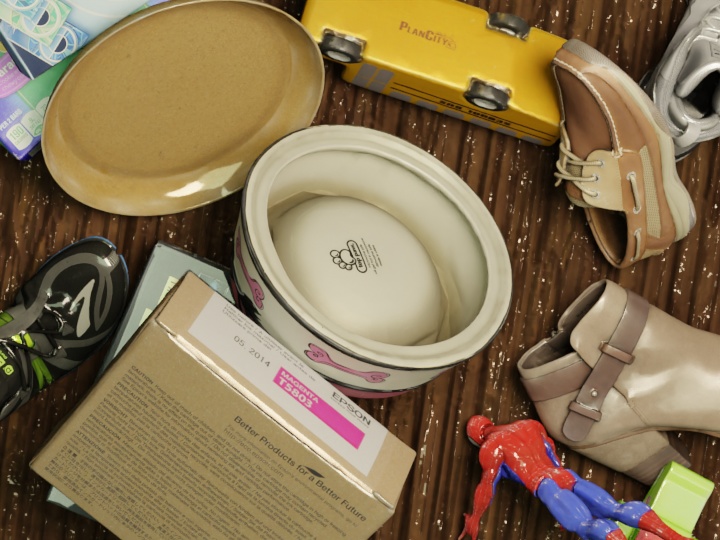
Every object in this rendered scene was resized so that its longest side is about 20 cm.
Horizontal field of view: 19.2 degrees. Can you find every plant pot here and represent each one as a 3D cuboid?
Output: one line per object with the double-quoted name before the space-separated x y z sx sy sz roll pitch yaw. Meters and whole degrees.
"plant pot" -0.122 -0.115 1.442 0.200 0.200 0.027 -24 54 -4

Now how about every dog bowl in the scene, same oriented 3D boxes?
"dog bowl" 0.000 0.000 1.450 0.200 0.074 0.200 15 50 -19

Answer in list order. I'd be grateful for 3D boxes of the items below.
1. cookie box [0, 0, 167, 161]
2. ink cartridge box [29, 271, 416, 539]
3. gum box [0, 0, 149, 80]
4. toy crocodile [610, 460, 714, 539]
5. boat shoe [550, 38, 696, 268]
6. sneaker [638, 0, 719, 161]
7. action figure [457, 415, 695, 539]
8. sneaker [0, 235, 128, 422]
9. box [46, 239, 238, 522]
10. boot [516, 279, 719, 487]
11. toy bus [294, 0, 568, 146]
"cookie box" -0.239 -0.204 1.464 0.171 0.075 0.200 -43 94 -4
"ink cartridge box" -0.091 0.125 1.403 0.200 0.075 0.165 40 121 -6
"gum box" -0.181 -0.251 1.384 0.200 0.045 0.170 -35 114 -9
"toy crocodile" 0.186 0.227 1.517 0.067 0.062 0.200 33 99 -6
"boat shoe" 0.172 -0.073 1.463 0.072 0.076 0.200 -41 131 -11
"sneaker" 0.258 -0.165 1.491 0.075 0.115 0.200 30 89 -6
"action figure" 0.140 0.177 1.489 0.065 0.200 0.099 -20 134 -35
"sneaker" -0.236 0.059 1.469 0.200 0.083 0.071 -42 95 -3
"box" -0.111 0.099 1.498 0.158 0.051 0.200 23 90 -6
"boot" 0.217 0.060 1.508 0.200 0.070 0.146 -43 108 7
"toy bus" 0.054 -0.152 1.488 0.200 0.078 0.065 18 78 -6
